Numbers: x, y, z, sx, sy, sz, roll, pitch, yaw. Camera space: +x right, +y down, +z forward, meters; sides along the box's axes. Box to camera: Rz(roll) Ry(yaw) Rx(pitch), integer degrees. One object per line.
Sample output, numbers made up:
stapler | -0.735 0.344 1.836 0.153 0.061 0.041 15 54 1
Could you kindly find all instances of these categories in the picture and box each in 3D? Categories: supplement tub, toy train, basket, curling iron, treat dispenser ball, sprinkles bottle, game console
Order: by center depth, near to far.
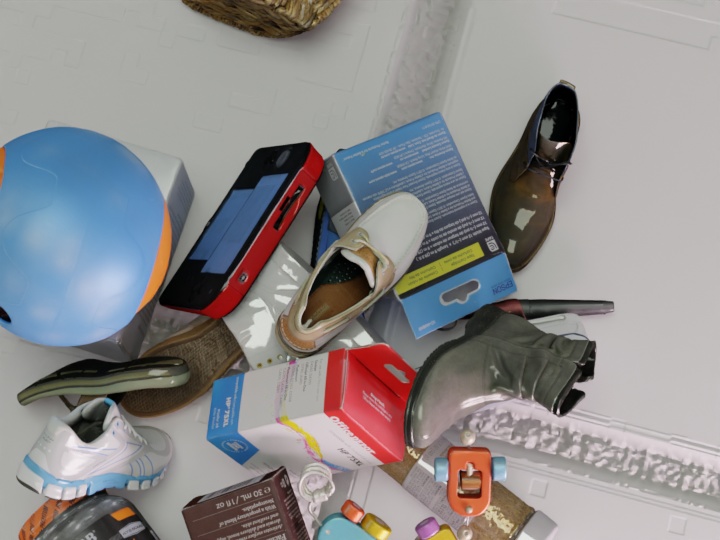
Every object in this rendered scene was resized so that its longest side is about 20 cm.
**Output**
treat dispenser ball | -0.275 -0.032 1.500 0.198 0.201 0.204 -1 74 2
toy train | 0.041 0.227 1.539 0.197 0.056 0.152 -4 96 0
supplement tub | -0.234 0.306 1.556 0.122 0.123 0.200 -39 76 -9
sprinkles bottle | 0.099 0.219 1.595 0.199 0.068 0.068 37 79 12
game console | -0.123 -0.043 1.632 0.031 0.176 0.201 38 77 -24
curling iron | 0.162 0.045 1.658 0.197 0.050 0.026 -1 107 -2
basket | -0.081 -0.355 1.768 0.142 0.149 0.202 29 75 -24

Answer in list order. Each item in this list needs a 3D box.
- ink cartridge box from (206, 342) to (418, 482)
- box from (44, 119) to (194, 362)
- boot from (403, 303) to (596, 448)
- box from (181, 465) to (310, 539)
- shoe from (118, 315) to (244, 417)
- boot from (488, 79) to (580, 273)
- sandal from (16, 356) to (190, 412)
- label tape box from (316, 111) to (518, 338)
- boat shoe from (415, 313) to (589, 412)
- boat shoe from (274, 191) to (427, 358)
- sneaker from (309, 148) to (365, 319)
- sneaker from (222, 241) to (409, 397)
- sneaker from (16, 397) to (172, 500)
ink cartridge box | -0.035 0.140 1.552 0.198 0.116 0.068 -15 52 29
box | -0.276 -0.027 1.659 0.150 0.106 0.202 17 75 6
boot | 0.135 0.107 1.512 0.129 0.068 0.200 19 43 28
box | -0.090 0.302 1.546 0.099 0.075 0.202 -20 90 9
shoe | -0.159 0.084 1.653 0.199 0.053 0.070 -35 90 5
boot | 0.178 -0.102 1.667 0.074 0.097 0.202 17 75 7
sandal | -0.259 0.124 1.608 0.199 0.080 0.058 -5 102 27
label tape box | 0.056 -0.042 1.642 0.142 0.066 0.202 -23 88 -30
boat shoe | 0.136 0.092 1.637 0.197 0.074 0.066 -11 44 4
boat shoe | 0.000 0.000 1.536 0.075 0.068 0.201 39 71 -1
sneaker | -0.011 -0.025 1.675 0.077 0.066 0.203 8 75 -8
sneaker | -0.047 0.080 1.596 0.200 0.074 0.116 44 94 0
sneaker | -0.240 0.164 1.560 0.075 0.199 0.087 30 106 24
